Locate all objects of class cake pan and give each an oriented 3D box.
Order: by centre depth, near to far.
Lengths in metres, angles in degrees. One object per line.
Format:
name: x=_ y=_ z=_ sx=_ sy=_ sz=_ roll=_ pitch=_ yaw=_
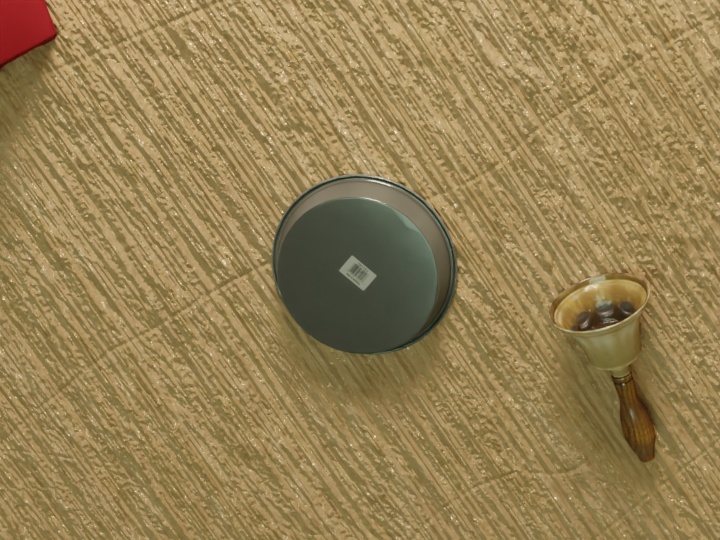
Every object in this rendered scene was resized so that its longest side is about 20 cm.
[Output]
cake pan: x=0.000 y=0.000 z=1.805 sx=0.200 sy=0.037 sz=0.200 roll=4 pitch=109 yaw=11

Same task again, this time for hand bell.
hand bell: x=0.271 y=0.113 z=1.772 sx=0.104 sy=0.104 sz=0.200 roll=-13 pitch=118 yaw=17

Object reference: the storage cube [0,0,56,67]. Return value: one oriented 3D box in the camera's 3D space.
storage cube: x=-0.437 y=-0.269 z=1.731 sx=0.171 sy=0.180 sz=0.200 roll=-16 pitch=104 yaw=17
